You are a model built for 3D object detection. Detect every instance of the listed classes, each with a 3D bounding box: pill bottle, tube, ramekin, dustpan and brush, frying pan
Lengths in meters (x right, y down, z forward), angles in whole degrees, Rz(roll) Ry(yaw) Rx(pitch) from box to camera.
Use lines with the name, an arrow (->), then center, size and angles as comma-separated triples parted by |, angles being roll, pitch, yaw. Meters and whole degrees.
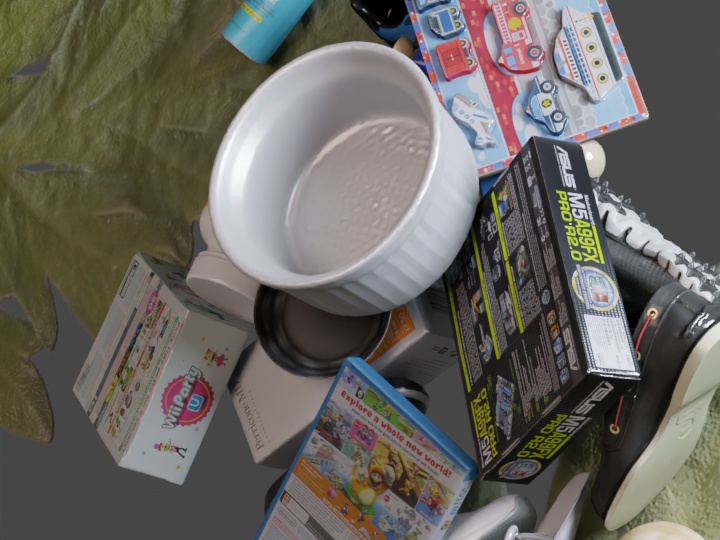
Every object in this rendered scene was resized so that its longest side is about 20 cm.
pill bottle -> -0.067, -0.060, 1.379 | 0.112, 0.112, 0.201 | 11, 68, 40
tube -> -0.049, -0.283, 1.506 | 0.077, 0.050, 0.200 | 43, 100, 30
ramekin -> -0.007, -0.063, 1.238 | 0.200, 0.098, 0.201 | -14, 62, 27
dustpan and brush -> 0.107, 0.248, 1.202 | 0.057, 0.140, 0.201 | 19, 121, 17
frying pan -> -0.016, -0.003, 1.302 | 0.115, 0.031, 0.191 | 17, 79, 19

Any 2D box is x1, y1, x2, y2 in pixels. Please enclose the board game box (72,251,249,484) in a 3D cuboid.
board game box -> -0.181, 0.082, 1.446 | 0.148, 0.064, 0.200 | -65, 24, 6

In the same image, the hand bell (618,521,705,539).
hand bell -> 0.157, 0.211, 1.097 | 0.104, 0.200, 0.105 | -12, 70, 35

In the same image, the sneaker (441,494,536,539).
sneaker -> 0.048, 0.217, 1.270 | 0.200, 0.070, 0.080 | -36, 55, 26

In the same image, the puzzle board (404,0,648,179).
puzzle board -> 0.123, -0.183, 1.284 | 0.150, 0.017, 0.201 | -19, 70, 8

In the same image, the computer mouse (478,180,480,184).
computer mouse -> 0.074, -0.082, 1.354 | 0.058, 0.034, 0.201 | -27, 62, 32

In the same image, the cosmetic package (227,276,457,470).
cosmetic package -> -0.013, 0.072, 1.357 | 0.200, 0.071, 0.102 | -40, 56, 24

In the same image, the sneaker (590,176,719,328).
sneaker -> 0.208, 0.016, 1.202 | 0.200, 0.066, 0.091 | 46, 111, 41

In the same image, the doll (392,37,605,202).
doll -> 0.106, -0.114, 1.309 | 0.199, 0.048, 0.137 | 25, 92, 24

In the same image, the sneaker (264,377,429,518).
sneaker -> -0.003, 0.172, 1.321 | 0.200, 0.072, 0.083 | -51, 43, 29

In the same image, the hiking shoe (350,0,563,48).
hiking shoe -> 0.078, -0.208, 1.350 | 0.199, 0.087, 0.075 | 5, 81, 39

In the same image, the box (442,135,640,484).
box -> 0.123, 0.029, 1.179 | 0.160, 0.044, 0.201 | 125, 144, -48

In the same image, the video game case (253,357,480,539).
video game case -> -0.003, 0.188, 1.253 | 0.143, 0.018, 0.201 | 41, 115, 33

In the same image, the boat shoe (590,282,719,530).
boat shoe -> 0.203, 0.098, 1.143 | 0.063, 0.074, 0.202 | 39, 131, 29
